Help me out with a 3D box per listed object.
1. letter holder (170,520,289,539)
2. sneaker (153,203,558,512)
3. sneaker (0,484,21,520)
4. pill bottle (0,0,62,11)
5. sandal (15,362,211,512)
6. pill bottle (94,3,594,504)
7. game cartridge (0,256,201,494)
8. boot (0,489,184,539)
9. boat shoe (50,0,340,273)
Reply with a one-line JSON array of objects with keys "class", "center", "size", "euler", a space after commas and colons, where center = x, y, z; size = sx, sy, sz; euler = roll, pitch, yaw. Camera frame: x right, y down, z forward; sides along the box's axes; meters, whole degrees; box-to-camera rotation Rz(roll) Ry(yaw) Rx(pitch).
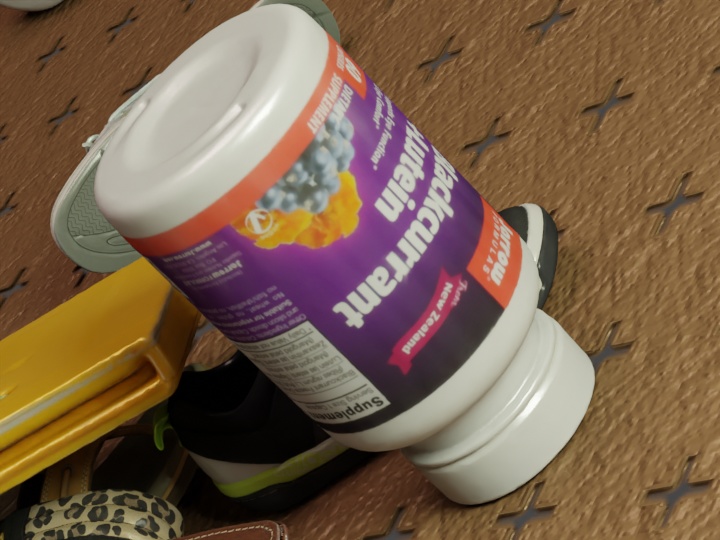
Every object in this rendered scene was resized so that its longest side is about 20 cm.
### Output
[{"class": "letter holder", "center": [-0.082, 0.188, 1.080], "size": [0.200, 0.101, 0.142], "euler": [-21, 36, 42]}, {"class": "sneaker", "center": [-0.006, 0.029, 1.238], "size": [0.200, 0.083, 0.072], "euler": [-39, 25, 15]}, {"class": "sneaker", "center": [-0.231, 0.090, 1.511], "size": [0.200, 0.077, 0.111], "euler": [-36, 34, 36]}, {"class": "pill bottle", "center": [-0.214, -0.287, 2.035], "size": [0.112, 0.112, 0.200], "euler": [-17, 37, 47]}, {"class": "sandal", "center": [-0.143, 0.116, 1.357], "size": [0.200, 0.054, 0.080], "euler": [-43, 24, 6]}, {"class": "pill bottle", "center": [0.000, 0.000, 1.132], "size": [0.111, 0.200, 0.112], "euler": [-35, 27, 21]}, {"class": "game cartridge", "center": [-0.149, 0.056, 1.317], "size": [0.176, 0.032, 0.200], "euler": [-30, 10, 11]}, {"class": "boot", "center": [-0.163, 0.183, 1.260], "size": [0.200, 0.073, 0.151], "euler": [-27, 31, 28]}, {"class": "boat shoe", "center": [-0.095, -0.076, 1.567], "size": [0.202, 0.074, 0.065], "euler": [-49, 18, -18]}]
